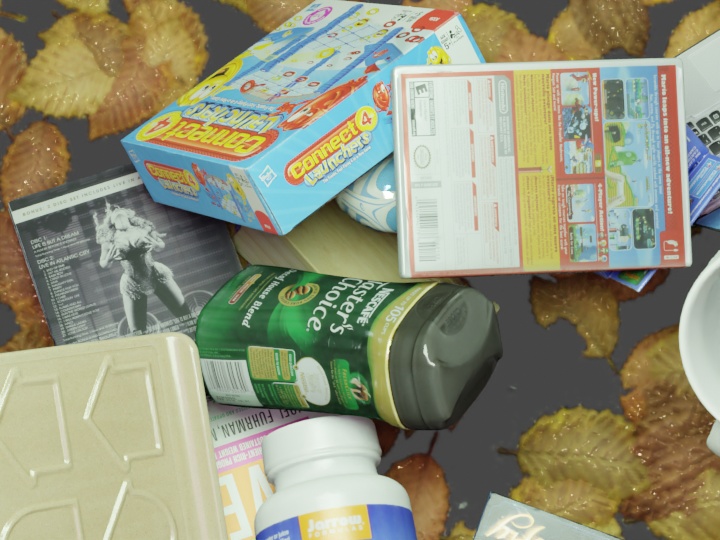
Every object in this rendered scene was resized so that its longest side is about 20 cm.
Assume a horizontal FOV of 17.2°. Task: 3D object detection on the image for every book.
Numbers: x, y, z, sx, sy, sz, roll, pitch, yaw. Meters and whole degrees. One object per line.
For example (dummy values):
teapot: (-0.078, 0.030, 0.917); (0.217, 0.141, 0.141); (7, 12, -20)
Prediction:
book: (-0.066, 0.159, 1.733); (0.133, 0.048, 0.200); (-19, 77, -6)

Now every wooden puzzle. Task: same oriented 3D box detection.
wooden puzzle: (-0.193, 0.143, 1.593); (0.200, 0.046, 0.186); (-7, 85, -32)

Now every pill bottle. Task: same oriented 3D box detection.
pill bottle: (-0.013, 0.206, 1.640); (0.112, 0.112, 0.200); (-11, 72, 2)

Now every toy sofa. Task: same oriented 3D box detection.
toy sofa: (0.000, 0.000, 1.747); (0.083, 0.098, 0.200); (-36, 77, -29)

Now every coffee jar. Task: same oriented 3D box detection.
coffee jar: (-0.007, 0.052, 1.633); (0.200, 0.104, 0.085); (5, 122, 30)

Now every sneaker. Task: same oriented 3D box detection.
sneaker: (0.054, -0.077, 1.712); (0.072, 0.200, 0.072); (33, 127, 14)

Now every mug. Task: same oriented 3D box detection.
mug: (0.301, 0.047, 1.662); (0.148, 0.175, 0.200); (31, 114, 10)

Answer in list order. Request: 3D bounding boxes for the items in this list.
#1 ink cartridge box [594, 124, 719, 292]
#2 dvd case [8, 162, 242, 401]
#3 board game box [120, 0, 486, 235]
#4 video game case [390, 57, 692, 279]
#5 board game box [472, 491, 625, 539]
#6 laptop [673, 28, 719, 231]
ink cartridge box: (0.164, -0.068, 1.700); (0.119, 0.042, 0.200); (-51, 39, -6)
dvd case: (-0.160, 0.014, 1.752); (0.148, 0.016, 0.200); (-18, 67, -9)
board game box: (-0.042, -0.114, 1.685); (0.196, 0.200, 0.056); (-38, 115, -21)
video game case: (0.122, -0.069, 1.608); (0.200, 0.017, 0.143); (-2, 88, -7)
board game box: (0.164, 0.255, 1.697); (0.200, 0.035, 0.136); (19, 81, 8)
laptop: (0.296, -0.122, 1.699); (0.187, 0.116, 0.200); (-31, 62, -3)
